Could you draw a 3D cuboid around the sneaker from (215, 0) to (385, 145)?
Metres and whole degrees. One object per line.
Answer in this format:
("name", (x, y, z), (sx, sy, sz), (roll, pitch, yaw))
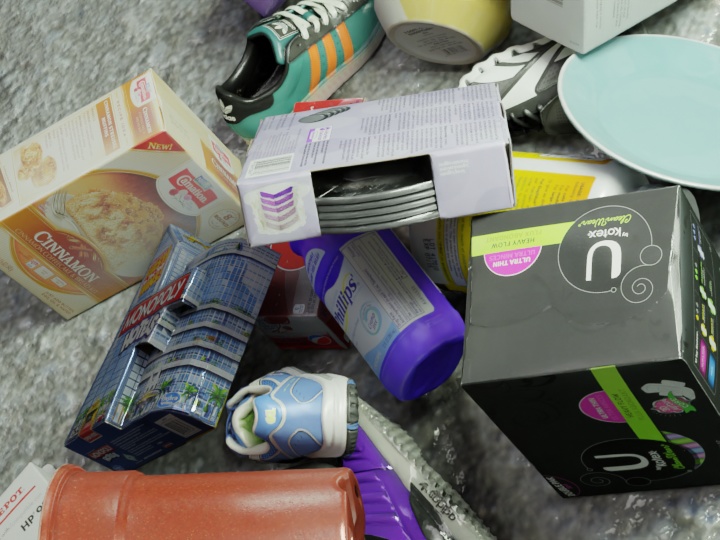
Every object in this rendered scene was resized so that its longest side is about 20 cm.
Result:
("sneaker", (-0.046, -0.199, 1.433), (0.071, 0.080, 0.201), (34, 82, 38))

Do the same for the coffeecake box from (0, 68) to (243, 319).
("coffeecake box", (-0.214, -0.060, 1.402), (0.199, 0.154, 0.074), (-28, 54, 13))

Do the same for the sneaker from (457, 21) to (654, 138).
("sneaker", (0.147, -0.138, 1.300), (0.199, 0.067, 0.091), (-32, 50, 7))

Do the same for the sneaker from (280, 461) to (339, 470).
("sneaker", (-0.092, 0.190, 1.203), (0.199, 0.090, 0.077), (-32, 51, 33))

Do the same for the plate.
("plate", (0.238, -0.109, 1.203), (0.198, 0.026, 0.201), (7, 39, -6))

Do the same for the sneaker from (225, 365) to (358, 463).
("sneaker", (-0.068, 0.105, 1.223), (0.200, 0.076, 0.077), (155, 115, -67))

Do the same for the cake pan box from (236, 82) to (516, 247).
("cake pan box", (0.014, -0.077, 1.147), (0.182, 0.053, 0.200), (-10, 17, 4))

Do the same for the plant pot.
("plant pot", (-0.090, 0.216, 1.084), (0.193, 0.201, 0.203), (-8, 58, 5))

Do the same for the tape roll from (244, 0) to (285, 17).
("tape roll", (-0.045, -0.318, 1.431), (0.065, 0.200, 0.201), (37, 83, -3))

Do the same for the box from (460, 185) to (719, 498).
("box", (0.170, 0.054, 1.092), (0.147, 0.200, 0.126), (-9, 59, 25))

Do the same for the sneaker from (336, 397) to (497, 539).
("sneaker", (0.008, 0.169, 1.202), (0.100, 0.069, 0.200), (-48, 49, 4))

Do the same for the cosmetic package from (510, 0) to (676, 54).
("cosmetic package", (0.211, -0.260, 1.260), (0.199, 0.109, 0.085), (-31, 45, -29))

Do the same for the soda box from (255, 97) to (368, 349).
("soda box", (-0.032, -0.039, 1.345), (0.069, 0.063, 0.202), (-1, 62, 28))

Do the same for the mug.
("mug", (0.075, -0.263, 1.350), (0.148, 0.187, 0.155), (11, 76, 10))

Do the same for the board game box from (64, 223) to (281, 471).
("board game box", (-0.143, 0.044, 1.309), (0.200, 0.061, 0.202), (-31, 35, 57))

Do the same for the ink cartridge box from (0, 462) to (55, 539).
("ink cartridge box", (-0.254, 0.239, 1.307), (0.116, 0.067, 0.200), (-48, 52, -3))

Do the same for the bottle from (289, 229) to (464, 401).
("bottle", (0.000, 0.000, 1.239), (0.065, 0.084, 0.201), (-23, 63, -28))

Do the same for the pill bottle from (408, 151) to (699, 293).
("pill bottle", (0.143, -0.030, 1.214), (0.198, 0.109, 0.110), (7, 67, 32))
